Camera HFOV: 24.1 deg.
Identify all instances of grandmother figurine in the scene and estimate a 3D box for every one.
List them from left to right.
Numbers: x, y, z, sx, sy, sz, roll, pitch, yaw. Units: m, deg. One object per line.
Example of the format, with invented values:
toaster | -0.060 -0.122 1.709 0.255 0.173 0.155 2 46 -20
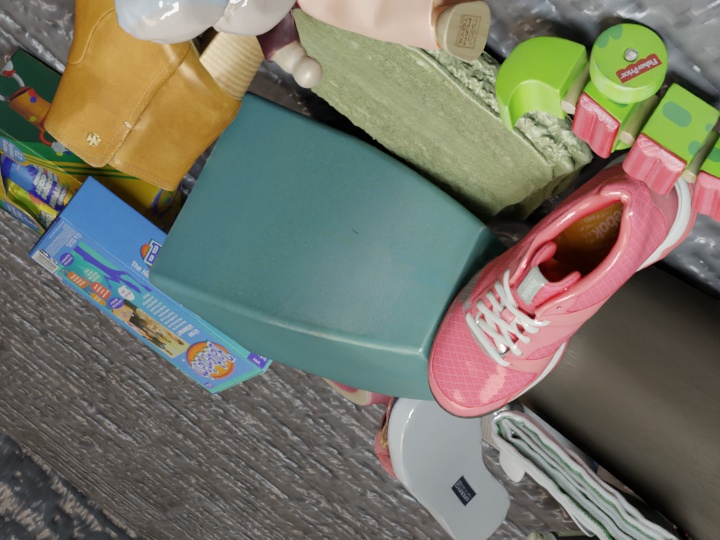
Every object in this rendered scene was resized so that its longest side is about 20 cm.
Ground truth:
grandmother figurine | -0.024 -0.159 0.890 0.199 0.123 0.060 20 -173 31

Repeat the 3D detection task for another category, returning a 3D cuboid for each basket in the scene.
basket | 0.194 0.078 1.009 0.199 0.137 0.180 33 -164 20

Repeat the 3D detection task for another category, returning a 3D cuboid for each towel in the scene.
towel | 0.039 -0.104 0.992 0.199 0.037 0.148 36 160 -4
towel | 0.169 0.152 1.016 0.149 0.031 0.200 42 -175 36

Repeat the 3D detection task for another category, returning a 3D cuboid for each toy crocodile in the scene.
toy crocodile | 0.162 -0.064 0.851 0.199 0.062 0.068 30 159 12

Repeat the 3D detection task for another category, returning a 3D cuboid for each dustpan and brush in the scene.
dustpan and brush | 0.110 0.109 1.128 0.140 0.057 0.200 52 167 20

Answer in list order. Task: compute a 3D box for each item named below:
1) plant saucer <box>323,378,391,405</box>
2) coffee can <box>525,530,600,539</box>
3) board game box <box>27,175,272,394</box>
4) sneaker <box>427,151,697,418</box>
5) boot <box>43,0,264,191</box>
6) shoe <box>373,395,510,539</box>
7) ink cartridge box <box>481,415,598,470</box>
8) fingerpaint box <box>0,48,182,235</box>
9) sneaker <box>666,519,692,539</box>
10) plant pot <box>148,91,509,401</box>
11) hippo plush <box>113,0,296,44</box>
plant saucer | -0.024 0.029 1.287 0.201 0.051 0.201 47 164 18
coffee can | 0.224 0.258 1.214 0.198 0.148 0.147 -1 161 -8
board game box | -0.165 0.017 1.359 0.199 0.045 0.152 39 159 -10
sneaker | 0.096 0.008 0.934 0.074 0.200 0.087 48 -155 14
boot | -0.164 -0.148 1.054 0.200 0.144 0.071 36 -160 -15
shoe | 0.041 0.121 1.200 0.091 0.071 0.201 40 168 36
ink cartridge box | 0.101 0.080 1.290 0.199 0.041 0.200 33 159 15
fingerpaint box | -0.238 -0.075 1.433 0.166 0.074 0.200 33 160 4
sneaker | 0.226 0.137 1.136 0.199 0.084 0.077 32 118 -1
plant pot | 0.000 0.000 1.087 0.199 0.142 0.141 21 169 35
hippo plush | -0.115 -0.209 0.807 0.160 0.160 0.201 24 152 34
